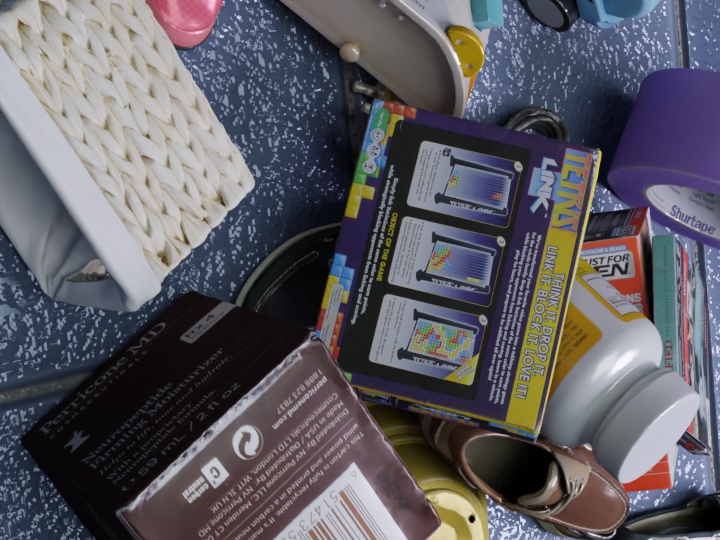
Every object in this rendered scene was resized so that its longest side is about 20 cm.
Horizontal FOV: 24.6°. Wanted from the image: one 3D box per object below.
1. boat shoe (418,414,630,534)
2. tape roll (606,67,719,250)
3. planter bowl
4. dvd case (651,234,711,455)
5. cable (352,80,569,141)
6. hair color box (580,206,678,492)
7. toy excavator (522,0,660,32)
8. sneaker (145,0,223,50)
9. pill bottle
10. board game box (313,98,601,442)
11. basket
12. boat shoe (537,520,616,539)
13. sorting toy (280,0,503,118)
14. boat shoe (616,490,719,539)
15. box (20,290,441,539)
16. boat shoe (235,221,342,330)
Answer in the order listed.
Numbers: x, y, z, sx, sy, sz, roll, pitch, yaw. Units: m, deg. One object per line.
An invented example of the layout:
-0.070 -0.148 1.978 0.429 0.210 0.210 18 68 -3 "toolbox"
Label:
0.127 0.153 1.221 0.199 0.072 0.076 28 105 -29 "boat shoe"
0.300 -0.077 1.305 0.199 0.199 0.086 28 80 -31 "tape roll"
0.035 0.201 1.235 0.198 0.083 0.203 -4 97 -32 "planter bowl"
0.256 0.064 1.309 0.200 0.022 0.148 29 59 -68 "dvd case"
0.086 -0.095 1.244 0.198 0.050 0.098 0 58 -27 "cable"
0.210 0.061 1.310 0.111 0.063 0.203 -46 126 -70 "hair color box"
0.212 -0.247 1.206 0.100 0.199 0.195 -50 146 -19 "toy excavator"
-0.106 -0.249 1.099 0.073 0.086 0.203 7 91 -31 "sneaker"
0.147 0.054 1.198 0.112 0.200 0.113 -35 152 -21 "pill bottle"
0.064 -0.001 1.130 0.163 0.057 0.202 14 77 5 "board game box"
-0.178 -0.091 1.045 0.123 0.135 0.201 -42 114 -26 "basket"
0.142 0.140 1.304 0.072 0.066 0.202 -49 120 -23 "boat shoe"
0.038 -0.228 1.183 0.199 0.107 0.181 37 53 -16 "sorting toy"
0.303 0.222 1.410 0.198 0.075 0.061 -15 109 -31 "boat shoe"
-0.087 0.137 1.077 0.166 0.199 0.165 -42 114 -18 "box"
0.001 0.002 1.203 0.198 0.066 0.075 -23 106 -28 "boat shoe"
